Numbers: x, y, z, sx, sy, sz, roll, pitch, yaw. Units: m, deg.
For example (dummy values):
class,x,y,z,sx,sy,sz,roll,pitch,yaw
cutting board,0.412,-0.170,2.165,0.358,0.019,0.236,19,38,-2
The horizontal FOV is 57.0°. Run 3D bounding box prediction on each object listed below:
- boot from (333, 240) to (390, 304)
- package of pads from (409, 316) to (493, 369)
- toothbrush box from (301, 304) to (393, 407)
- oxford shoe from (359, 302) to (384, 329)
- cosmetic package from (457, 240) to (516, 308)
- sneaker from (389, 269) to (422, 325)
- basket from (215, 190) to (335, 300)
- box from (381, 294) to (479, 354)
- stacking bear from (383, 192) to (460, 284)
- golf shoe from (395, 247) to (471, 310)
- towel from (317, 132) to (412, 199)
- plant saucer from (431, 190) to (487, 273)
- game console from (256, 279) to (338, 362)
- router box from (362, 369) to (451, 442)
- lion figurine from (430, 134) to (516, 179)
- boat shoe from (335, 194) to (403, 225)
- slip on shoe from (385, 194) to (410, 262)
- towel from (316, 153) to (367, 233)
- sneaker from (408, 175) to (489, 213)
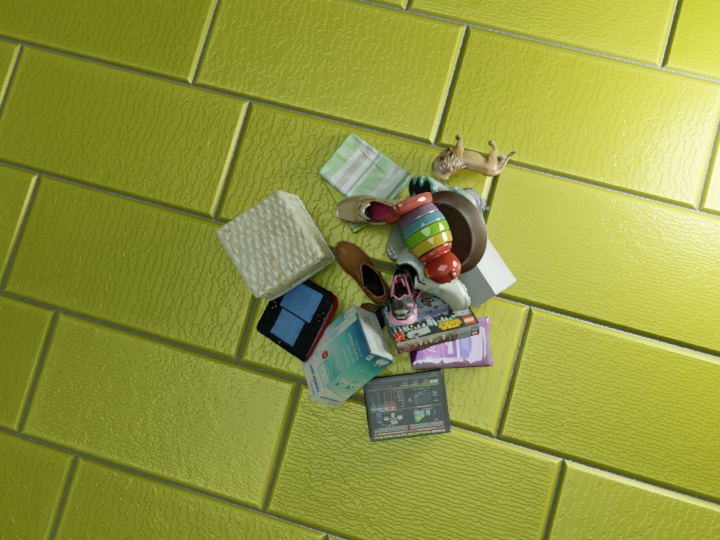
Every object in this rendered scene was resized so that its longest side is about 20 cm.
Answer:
class,x,y,z,sx,sy,sz,roll,pitch,yaw
boot,0.000,0.000,1.599,0.077,0.155,0.200,-33,82,1
package of pads,0.218,0.176,1.603,0.200,0.076,0.121,-3,81,4
toothbrush box,-0.038,0.201,1.552,0.200,0.085,0.147,-42,46,24
oxford shoe,0.004,0.177,1.636,0.071,0.071,0.200,15,87,36
cosmetic package,0.270,-0.023,1.592,0.081,0.113,0.200,-38,79,42
sneaker,0.101,0.037,1.560,0.079,0.200,0.095,-8,125,11
basket,-0.198,-0.061,1.554,0.198,0.161,0.200,-32,84,4
box,0.162,0.116,1.557,0.200,0.040,0.137,-13,38,-8
stacking bear,0.153,-0.062,1.478,0.114,0.121,0.200,-25,83,-13
golf shoe,0.161,0.031,1.530,0.200,0.078,0.097,44,52,9
towel,0.011,-0.242,1.678,0.200,0.031,0.149,37,81,6
plant saucer,0.197,-0.083,1.536,0.200,0.034,0.200,16,115,37
game console,-0.156,0.106,1.616,0.200,0.031,0.177,26,85,41
router box,0.111,0.325,1.601,0.200,0.062,0.150,-7,83,4
lion figurine,0.277,-0.266,1.629,0.200,0.073,0.123,7,52,12
boat shoe,0.021,-0.147,1.614,0.200,0.069,0.074,2,100,24
slip on shoe,0.117,-0.108,1.652,0.074,0.061,0.200,18,72,13
towel,-0.029,-0.199,1.695,0.086,0.018,0.200,-29,81,-4
sneaker,0.224,-0.177,1.627,0.200,0.140,0.078,33,115,36
